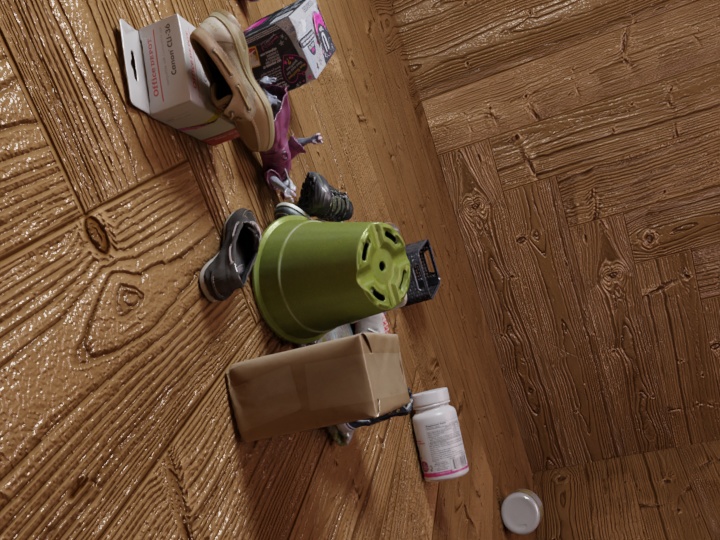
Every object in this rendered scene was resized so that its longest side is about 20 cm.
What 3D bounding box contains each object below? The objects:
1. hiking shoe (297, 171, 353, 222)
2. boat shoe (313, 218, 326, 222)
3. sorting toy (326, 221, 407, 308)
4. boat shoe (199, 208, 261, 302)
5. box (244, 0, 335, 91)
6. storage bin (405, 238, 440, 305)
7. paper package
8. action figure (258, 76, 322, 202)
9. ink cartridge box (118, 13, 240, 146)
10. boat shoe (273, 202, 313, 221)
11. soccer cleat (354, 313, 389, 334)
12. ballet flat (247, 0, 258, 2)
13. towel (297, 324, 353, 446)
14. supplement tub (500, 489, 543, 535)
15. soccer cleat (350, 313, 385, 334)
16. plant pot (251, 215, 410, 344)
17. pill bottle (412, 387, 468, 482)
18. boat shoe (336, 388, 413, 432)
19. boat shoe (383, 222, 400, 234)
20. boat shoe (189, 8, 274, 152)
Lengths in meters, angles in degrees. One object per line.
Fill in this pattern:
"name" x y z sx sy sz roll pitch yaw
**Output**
"hiking shoe" -0.055 -0.125 1.172 0.200 0.098 0.078 -147 -112 -79
"boat shoe" -0.038 -0.061 1.339 0.199 0.073 0.068 13 65 -70
"sorting toy" 0.000 0.000 1.196 0.107 0.177 0.203 -44 127 -29
"boat shoe" -0.164 -0.028 0.932 0.202 0.056 0.068 -78 148 -55
"box" -0.133 -0.401 1.209 0.202 0.129 0.117 -76 145 -57
"storage bin" 0.152 0.004 1.859 0.200 0.091 0.139 -43 117 -70
"paper package" -0.049 0.156 0.916 0.190 0.195 0.107 15 62 -71
"action figure" -0.149 -0.200 1.104 0.204 0.145 0.135 85 26 -42
"ink cartridge box" -0.229 -0.253 0.891 0.199 0.066 0.120 10 68 -72
"boat shoe" -0.093 -0.020 1.132 0.203 0.071 0.062 63 38 -29
"soccer cleat" 0.021 0.162 1.290 0.086 0.066 0.205 -80 171 -63
"ballet flat" -0.233 -0.569 1.177 0.063 0.066 0.202 52 -10 48
"towel" -0.044 0.175 1.176 0.172 0.047 0.205 -56 129 -64
"supplement tub" 0.606 0.897 2.495 0.200 0.141 0.149 31 46 -66
"soccer cleat" 0.031 0.054 1.333 0.073 0.067 0.204 -36 148 -60
"plant pot" -0.030 0.005 1.004 0.197 0.187 0.207 8 79 -47
"pill bottle" 0.187 0.395 1.618 0.113 0.110 0.206 13 63 -70
"boat shoe" 0.024 0.222 1.131 0.199 0.089 0.073 12 65 -69
"boat shoe" 0.014 -0.021 1.343 0.074 0.202 0.073 9 37 -33
"boat shoe" -0.169 -0.230 0.868 0.065 0.070 0.203 -47 143 -27
